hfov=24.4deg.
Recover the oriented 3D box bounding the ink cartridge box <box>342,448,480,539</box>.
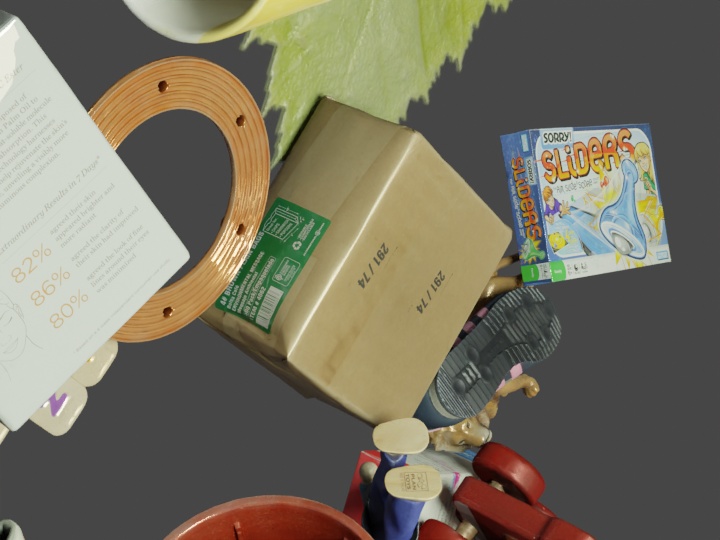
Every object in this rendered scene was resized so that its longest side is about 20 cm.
[{"bbox_3d":[0.044,0.222,1.470,0.200,0.067,0.116,7,102,-52],"label":"ink cartridge box"}]

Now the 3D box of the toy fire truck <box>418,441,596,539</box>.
[{"bbox_3d":[0.152,0.251,1.419,0.112,0.168,0.200,-49,140,-19],"label":"toy fire truck"}]

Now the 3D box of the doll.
[{"bbox_3d":[0.025,0.203,1.298,0.048,0.137,0.200,-7,145,-11],"label":"doll"}]

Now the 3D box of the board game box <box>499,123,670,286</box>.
[{"bbox_3d":[0.207,-0.063,1.513,0.200,0.034,0.136,-9,90,-49],"label":"board game box"}]

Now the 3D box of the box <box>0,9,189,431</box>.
[{"bbox_3d":[-0.222,-0.037,0.955,0.152,0.106,0.200,-45,131,-16],"label":"box"}]

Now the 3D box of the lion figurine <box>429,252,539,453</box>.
[{"bbox_3d":[0.109,0.062,1.482,0.122,0.072,0.201,3,91,-44],"label":"lion figurine"}]

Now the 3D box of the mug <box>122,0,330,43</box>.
[{"bbox_3d":[-0.053,-0.211,1.059,0.149,0.187,0.153,-45,165,31],"label":"mug"}]

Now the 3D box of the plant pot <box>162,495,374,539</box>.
[{"bbox_3d":[-0.066,0.315,1.296,0.201,0.201,0.196,-42,144,-30],"label":"plant pot"}]

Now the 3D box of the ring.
[{"bbox_3d":[-0.137,-0.048,1.131,0.200,0.019,0.201,-27,128,-41],"label":"ring"}]

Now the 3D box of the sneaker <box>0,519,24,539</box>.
[{"bbox_3d":[-0.235,0.221,1.125,0.200,0.078,0.100,22,87,-54],"label":"sneaker"}]

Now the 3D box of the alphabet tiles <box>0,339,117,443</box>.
[{"bbox_3d":[-0.222,0.020,1.088,0.200,0.015,0.196,-58,142,-12],"label":"alphabet tiles"}]

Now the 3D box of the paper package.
[{"bbox_3d":[0.000,0.000,1.277,0.200,0.103,0.191,-60,142,-9],"label":"paper package"}]

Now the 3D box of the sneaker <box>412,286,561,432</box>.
[{"bbox_3d":[0.095,0.074,1.404,0.200,0.082,0.070,-30,91,-48],"label":"sneaker"}]
